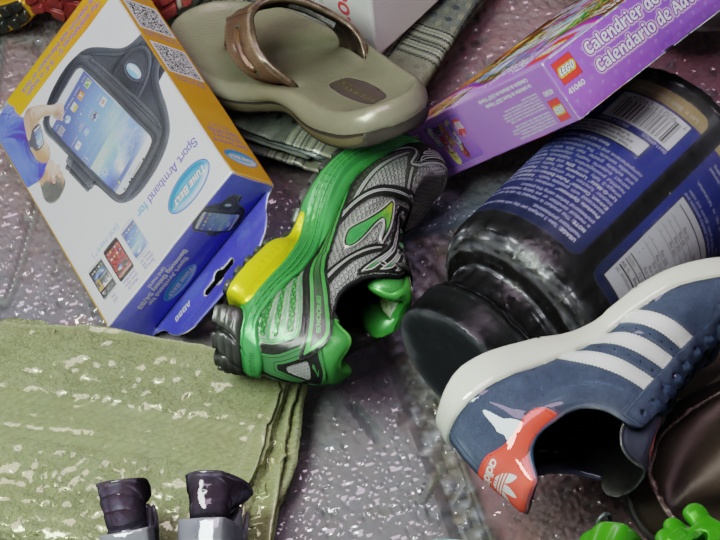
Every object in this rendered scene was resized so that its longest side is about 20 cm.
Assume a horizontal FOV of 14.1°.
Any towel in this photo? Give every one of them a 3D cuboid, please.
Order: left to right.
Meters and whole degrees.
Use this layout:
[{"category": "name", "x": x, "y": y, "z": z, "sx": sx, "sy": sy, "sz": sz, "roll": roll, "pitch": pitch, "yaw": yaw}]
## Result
[{"category": "towel", "x": -0.132, "y": 0.097, "z": 1.557, "sx": 0.198, "sy": 0.037, "sz": 0.149, "roll": 7, "pitch": 54, "yaw": 10}, {"category": "towel", "x": -0.036, "y": -0.141, "z": 1.736, "sx": 0.192, "sy": 0.035, "sz": 0.200, "roll": 20, "pitch": 54, "yaw": 21}]

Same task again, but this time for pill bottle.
[{"category": "pill bottle", "x": 0.117, "y": -0.009, "z": 1.562, "sx": 0.112, "sy": 0.112, "sz": 0.200, "roll": 33, "pitch": 62, "yaw": 28}]

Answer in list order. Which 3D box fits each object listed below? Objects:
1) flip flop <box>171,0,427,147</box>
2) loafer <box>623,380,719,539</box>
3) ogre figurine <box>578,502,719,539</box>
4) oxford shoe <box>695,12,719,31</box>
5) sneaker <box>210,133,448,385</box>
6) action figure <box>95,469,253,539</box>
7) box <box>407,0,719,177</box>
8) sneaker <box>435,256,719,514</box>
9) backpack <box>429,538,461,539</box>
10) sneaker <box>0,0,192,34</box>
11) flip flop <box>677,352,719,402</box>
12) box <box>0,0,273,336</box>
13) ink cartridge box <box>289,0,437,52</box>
[{"category": "flip flop", "x": -0.037, "y": -0.122, "z": 1.629, "sx": 0.081, "sy": 0.058, "sz": 0.200, "roll": -32, "pitch": 34, "yaw": -21}, {"category": "loafer", "x": 0.222, "y": 0.074, "z": 1.496, "sx": 0.199, "sy": 0.071, "sz": 0.073, "roll": -31, "pitch": 85, "yaw": -17}, {"category": "ogre figurine", "x": 0.205, "y": 0.177, "z": 1.402, "sx": 0.198, "sy": 0.120, "sz": 0.099, "roll": -5, "pitch": 48, "yaw": 1}, {"category": "oxford shoe", "x": 0.158, "y": -0.187, "z": 1.737, "sx": 0.199, "sy": 0.058, "sz": 0.075, "roll": 25, "pitch": 64, "yaw": 41}, {"category": "sneaker", "x": 0.000, "y": 0.000, "z": 1.579, "sx": 0.085, "sy": 0.078, "sz": 0.200, "roll": 17, "pitch": 45, "yaw": 20}, {"category": "action figure", "x": -0.086, "y": 0.201, "z": 1.440, "sx": 0.129, "sy": 0.069, "sz": 0.201, "roll": -4, "pitch": 72, "yaw": 5}, {"category": "box", "x": 0.118, "y": -0.117, "z": 1.606, "sx": 0.137, "sy": 0.200, "sz": 0.039, "roll": -38, "pitch": 96, "yaw": -21}, {"category": "sneaker", "x": 0.139, "y": 0.063, "z": 1.466, "sx": 0.199, "sy": 0.075, "sz": 0.085, "roll": -24, "pitch": 58, "yaw": -19}, {"category": "backpack", "x": 0.048, "y": 0.230, "z": 1.375, "sx": 0.166, "sy": 0.127, "sz": 0.201, "roll": -15, "pitch": 49, "yaw": -1}, {"category": "sneaker", "x": -0.173, "y": -0.194, "z": 1.746, "sx": 0.199, "sy": 0.078, "sz": 0.082, "roll": 2, "pitch": 42, "yaw": 28}, {"category": "flip flop", "x": 0.217, "y": 0.013, "z": 1.567, "sx": 0.200, "sy": 0.058, "sz": 0.081, "roll": -39, "pitch": 58, "yaw": -24}, {"category": "box", "x": -0.127, "y": -0.058, "z": 1.634, "sx": 0.119, "sy": 0.041, "sz": 0.200, "roll": -50, "pitch": 49, "yaw": 20}, {"category": "ink cartridge box", "x": -0.027, "y": -0.254, "z": 1.711, "sx": 0.199, "sy": 0.148, "sz": 0.145, "roll": 29, "pitch": 59, "yaw": 28}]
